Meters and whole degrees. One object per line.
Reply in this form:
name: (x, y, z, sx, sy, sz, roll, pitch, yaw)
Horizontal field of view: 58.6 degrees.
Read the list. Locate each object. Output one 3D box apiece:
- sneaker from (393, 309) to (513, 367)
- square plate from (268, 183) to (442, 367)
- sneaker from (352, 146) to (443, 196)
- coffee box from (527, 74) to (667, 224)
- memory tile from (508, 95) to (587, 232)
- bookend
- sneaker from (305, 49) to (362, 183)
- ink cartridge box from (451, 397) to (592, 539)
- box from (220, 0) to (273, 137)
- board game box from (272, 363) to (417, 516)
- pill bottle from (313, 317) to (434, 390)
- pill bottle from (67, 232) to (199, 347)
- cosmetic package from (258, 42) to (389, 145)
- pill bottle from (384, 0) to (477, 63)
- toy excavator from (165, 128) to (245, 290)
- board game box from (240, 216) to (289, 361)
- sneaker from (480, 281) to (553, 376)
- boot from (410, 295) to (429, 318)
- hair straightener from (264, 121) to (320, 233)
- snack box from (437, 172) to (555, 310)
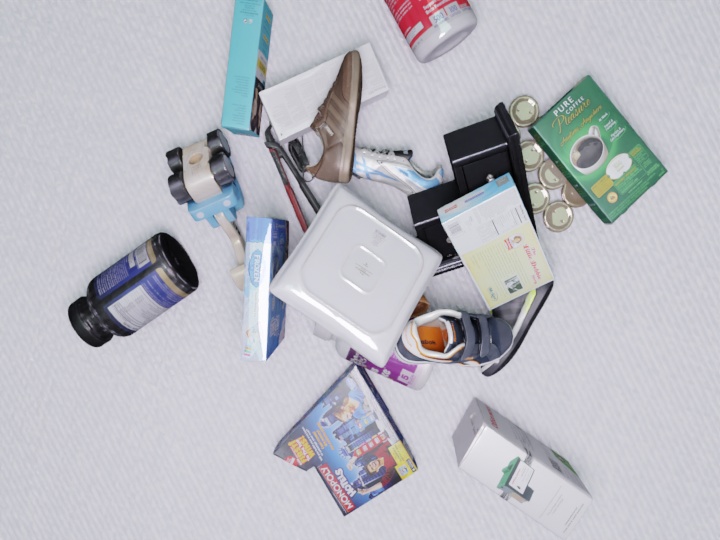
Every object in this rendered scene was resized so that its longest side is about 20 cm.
sneaker: (0.151, 0.101, 0.957, 0.194, 0.080, 0.080, -5, 68, -17)
square plate: (0.000, 0.000, 0.924, 0.198, 0.028, 0.201, 33, 70, -2)
sneaker: (0.041, -0.172, 1.038, 0.195, 0.072, 0.074, 20, 109, -4)
coffee box: (0.374, -0.190, 1.017, 0.123, 0.044, 0.201, -42, 91, 4)
memory tile: (0.296, -0.173, 1.053, 0.198, 0.017, 0.155, 36, 95, 0)
bookend: (0.152, -0.114, 0.971, 0.194, 0.093, 0.203, -17, 129, 8)
sneaker: (-0.040, -0.238, 0.978, 0.073, 0.070, 0.206, 6, 85, 4)
ink cartridge box: (0.248, 0.308, 1.019, 0.197, 0.146, 0.085, 34, 96, 2)
box: (-0.182, -0.326, 1.038, 0.048, 0.082, 0.206, 7, 94, 2)
board game box: (-0.036, 0.290, 1.076, 0.197, 0.062, 0.203, -31, 91, 6)
pill bottle: (0.027, 0.105, 1.036, 0.196, 0.112, 0.115, 23, 94, 2)
pill bottle: (-0.375, 0.036, 1.056, 0.197, 0.112, 0.113, -33, 91, 5)
cosmetic package: (-0.058, -0.283, 1.037, 0.196, 0.051, 0.084, -25, 90, -5)
pill bottle: (0.090, -0.442, 1.001, 0.111, 0.112, 0.203, -30, 91, 4)
toy excavator: (-0.223, -0.095, 1.051, 0.098, 0.202, 0.197, -22, 48, 5)
board game box: (-0.145, 0.021, 0.997, 0.042, 0.200, 0.205, 4, 94, 0)
sneaker: (0.240, 0.075, 1.056, 0.082, 0.072, 0.203, 31, 93, 22)
boot: (0.002, 0.015, 0.987, 0.195, 0.156, 0.075, -10, 138, -22)
hair straightener: (-0.100, -0.165, 1.071, 0.075, 0.041, 0.204, -25, 87, -8)
snack box: (0.205, -0.036, 0.953, 0.114, 0.038, 0.201, -26, 128, 13)
